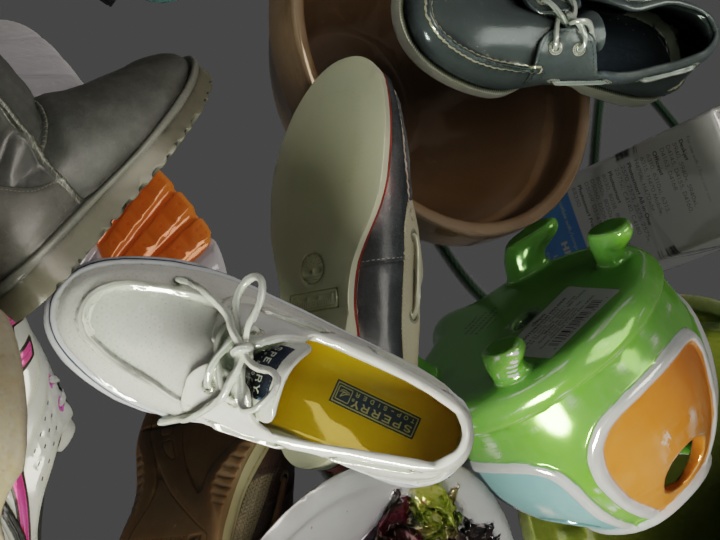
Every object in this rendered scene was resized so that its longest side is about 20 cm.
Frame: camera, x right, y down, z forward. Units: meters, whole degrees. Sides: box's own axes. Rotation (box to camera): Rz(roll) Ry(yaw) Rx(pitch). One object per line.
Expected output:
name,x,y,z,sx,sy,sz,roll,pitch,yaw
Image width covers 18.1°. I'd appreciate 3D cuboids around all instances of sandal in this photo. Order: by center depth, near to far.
sandal,-0.131,-0.029,1.079,0.079,0.059,0.207,-28,72,-17

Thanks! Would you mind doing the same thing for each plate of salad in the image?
plate of salad,0.007,0.185,1.071,0.199,0.048,0.201,-15,115,-36

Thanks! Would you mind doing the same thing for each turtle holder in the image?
turtle holder,0.094,0.066,1.131,0.132,0.185,0.141,53,41,-16

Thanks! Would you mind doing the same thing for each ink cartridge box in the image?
ink cartridge box,0.201,-0.049,1.258,0.115,0.200,0.067,-15,83,-40

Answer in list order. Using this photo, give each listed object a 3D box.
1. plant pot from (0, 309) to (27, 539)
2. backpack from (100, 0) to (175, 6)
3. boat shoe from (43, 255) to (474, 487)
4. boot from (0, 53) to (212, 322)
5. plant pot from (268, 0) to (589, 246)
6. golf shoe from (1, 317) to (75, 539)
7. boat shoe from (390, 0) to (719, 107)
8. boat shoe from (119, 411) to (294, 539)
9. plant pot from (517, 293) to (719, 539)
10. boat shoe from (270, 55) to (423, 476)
plant pot,-0.236,0.060,0.865,0.183,0.200,0.202,8,69,-35
backpack,-0.106,-0.251,1.085,0.175,0.200,0.154,24,44,-28
boat shoe,-0.044,0.045,0.987,0.201,0.086,0.075,24,82,-2
boot,-0.173,-0.099,0.976,0.200,0.072,0.182,45,43,-11
plant pot,0.020,-0.103,1.204,0.200,0.093,0.202,14,67,-35
golf shoe,-0.173,0.051,1.012,0.092,0.072,0.201,8,79,-41
boat shoe,0.105,-0.129,1.179,0.199,0.062,0.073,6,71,-38
boat shoe,-0.066,0.113,1.085,0.072,0.072,0.201,64,29,-42
plant pot,0.218,0.116,1.238,0.184,0.200,0.202,4,71,-50
boat shoe,0.000,0.000,1.081,0.062,0.071,0.201,13,75,-46
